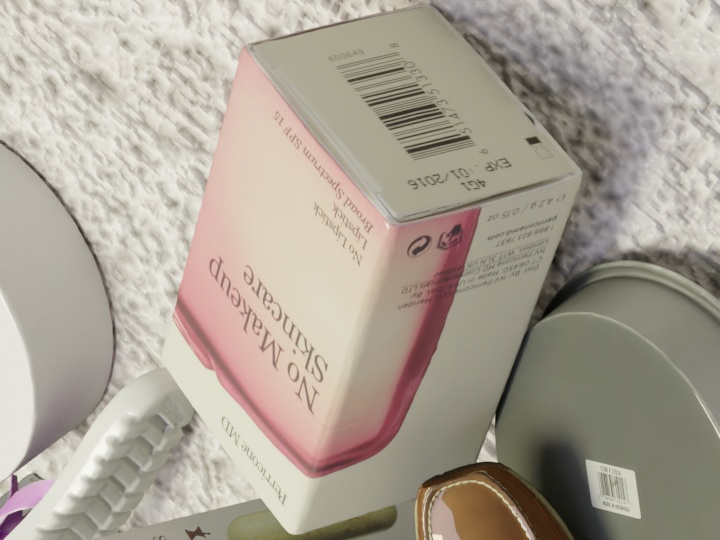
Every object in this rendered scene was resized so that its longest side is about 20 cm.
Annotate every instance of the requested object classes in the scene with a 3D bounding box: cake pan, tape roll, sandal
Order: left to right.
[{"bbox_3d":[-0.232,0.020,1.559,0.202,0.071,0.203,20,128,28],"label":"tape roll"},{"bbox_3d":[-0.163,0.125,1.531,0.203,0.082,0.050,-48,64,9],"label":"sandal"},{"bbox_3d":[0.129,0.096,1.291,0.200,0.037,0.201,30,129,45],"label":"cake pan"}]

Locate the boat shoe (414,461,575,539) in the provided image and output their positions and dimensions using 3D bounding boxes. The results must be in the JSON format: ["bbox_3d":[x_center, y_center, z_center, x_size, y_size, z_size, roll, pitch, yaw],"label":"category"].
[{"bbox_3d":[0.079,0.185,1.286,0.075,0.074,0.201,-20,99,8],"label":"boat shoe"}]

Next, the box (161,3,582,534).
[{"bbox_3d":[0.000,0.000,1.302,0.128,0.109,0.201,50,140,32],"label":"box"}]

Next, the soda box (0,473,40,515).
[{"bbox_3d":[-0.134,0.202,1.599,0.200,0.064,0.068,32,133,21],"label":"soda box"}]

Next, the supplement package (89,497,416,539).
[{"bbox_3d":[-0.035,0.212,1.394,0.152,0.199,0.151,55,143,35],"label":"supplement package"}]
